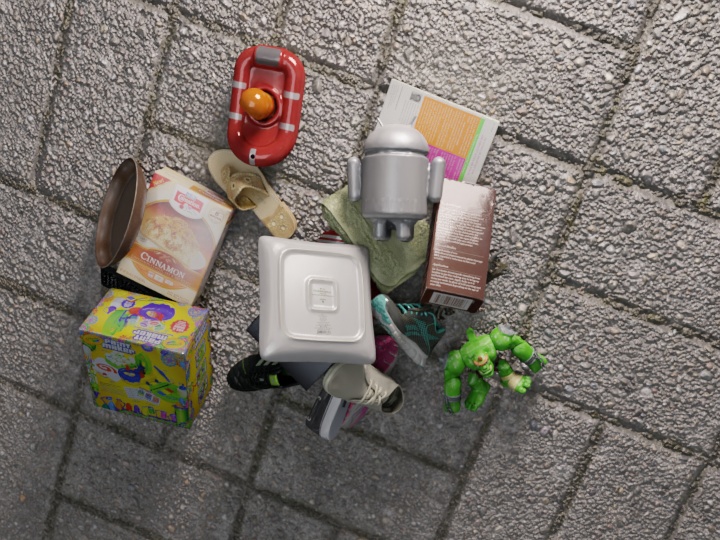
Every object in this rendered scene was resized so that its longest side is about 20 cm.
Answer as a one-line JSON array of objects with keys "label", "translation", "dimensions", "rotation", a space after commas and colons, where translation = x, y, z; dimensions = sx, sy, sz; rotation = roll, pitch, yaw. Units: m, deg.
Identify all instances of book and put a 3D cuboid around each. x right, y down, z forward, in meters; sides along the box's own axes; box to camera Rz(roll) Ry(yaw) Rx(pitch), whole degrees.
[{"label": "book", "translation": [0.123, -0.228, 1.170], "dimensions": [0.196, 0.048, 0.136], "rotation": [23, 107, 5]}]

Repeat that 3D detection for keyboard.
[{"label": "keyboard", "translation": [-0.407, 0.067, 1.286], "dimensions": [0.197, 0.040, 0.105], "rotation": [28, 147, 0]}]

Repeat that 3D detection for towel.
[{"label": "towel", "translation": [0.037, -0.077, 1.190], "dimensions": [0.148, 0.036, 0.201], "rotation": [-39, 92, -13]}]

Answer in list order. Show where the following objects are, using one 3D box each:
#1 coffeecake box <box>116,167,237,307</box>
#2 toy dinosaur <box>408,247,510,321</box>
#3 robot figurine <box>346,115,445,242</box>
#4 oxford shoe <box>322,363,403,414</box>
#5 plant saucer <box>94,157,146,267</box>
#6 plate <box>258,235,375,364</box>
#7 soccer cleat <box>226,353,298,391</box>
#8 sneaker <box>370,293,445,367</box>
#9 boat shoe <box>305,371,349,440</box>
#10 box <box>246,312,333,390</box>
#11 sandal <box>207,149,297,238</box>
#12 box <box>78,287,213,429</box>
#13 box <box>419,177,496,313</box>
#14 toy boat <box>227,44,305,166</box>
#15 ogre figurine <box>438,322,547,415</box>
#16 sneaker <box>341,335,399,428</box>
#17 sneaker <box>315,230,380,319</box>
[{"label": "coffeecake box", "translation": [-0.335, -0.061, 1.252], "dimensions": [0.151, 0.073, 0.203], "rotation": [25, 104, -5]}, {"label": "toy dinosaur", "translation": [0.162, 0.027, 1.185], "dimensions": [0.195, 0.077, 0.105], "rotation": [-12, 99, -15]}, {"label": "robot figurine", "translation": [0.057, -0.150, 1.119], "dimensions": [0.165, 0.113, 0.206], "rotation": [1, 92, 10]}, {"label": "oxford shoe", "translation": [0.012, 0.200, 1.155], "dimensions": [0.058, 0.199, 0.076], "rotation": [39, 96, 42]}, {"label": "plant saucer", "translation": [-0.431, -0.102, 1.231], "dimensions": [0.032, 0.200, 0.204], "rotation": [16, 108, -34]}, {"label": "plate", "translation": [-0.064, 0.044, 1.081], "dimensions": [0.195, 0.032, 0.205], "rotation": [6, 69, -24]}, {"label": "soccer cleat", "translation": [-0.169, 0.194, 1.282], "dimensions": [0.195, 0.081, 0.069], "rotation": [-11, 100, 12]}, {"label": "sneaker", "translation": [0.086, 0.085, 1.192], "dimensions": [0.091, 0.200, 0.078], "rotation": [-45, 48, -3]}, {"label": "boat shoe", "translation": [-0.041, 0.193, 1.203], "dimensions": [0.065, 0.070, 0.205], "rotation": [18, 83, 24]}, {"label": "box", "translation": [-0.095, 0.094, 1.188], "dimensions": [0.148, 0.200, 0.104], "rotation": [45, 101, -2]}, {"label": "sandal", "translation": [-0.199, -0.139, 1.224], "dimensions": [0.212, 0.070, 0.078], "rotation": [45, 102, -2]}, {"label": "box", "translation": [-0.388, 0.163, 1.258], "dimensions": [0.195, 0.123, 0.196], "rotation": [12, 127, 6]}, {"label": "box", "translation": [0.161, -0.042, 1.125], "dimensions": [0.097, 0.075, 0.205], "rotation": [12, 69, 0]}, {"label": "toy boat", "translation": [-0.170, -0.280, 1.160], "dimensions": [0.127, 0.131, 0.206], "rotation": [11, 103, 7]}, {"label": "ogre figurine", "translation": [0.221, 0.172, 1.214], "dimensions": [0.196, 0.099, 0.121], "rotation": [-19, 116, 27]}, {"label": "sneaker", "translation": [0.002, 0.209, 1.265], "dimensions": [0.081, 0.088, 0.201], "rotation": [39, 86, 28]}, {"label": "sneaker", "translation": [0.000, 0.000, 1.220], "dimensions": [0.197, 0.078, 0.117], "rotation": [31, 98, -9]}]
